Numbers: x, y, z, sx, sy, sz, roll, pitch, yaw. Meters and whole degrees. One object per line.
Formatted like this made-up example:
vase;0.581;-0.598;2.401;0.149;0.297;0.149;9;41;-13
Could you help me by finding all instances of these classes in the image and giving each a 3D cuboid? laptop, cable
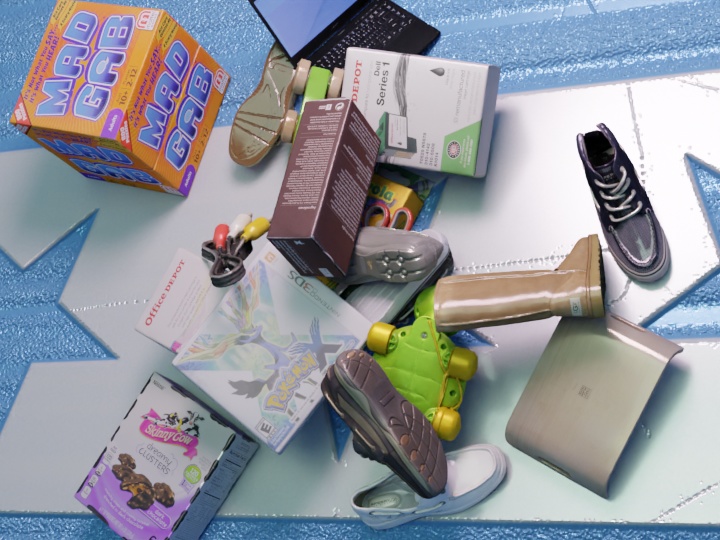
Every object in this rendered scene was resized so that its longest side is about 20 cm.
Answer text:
laptop;-0.021;-0.354;1.870;0.177;0.104;0.199;-43;58;-15
cable;-0.175;-0.028;1.713;0.096;0.200;0.051;-9;105;12

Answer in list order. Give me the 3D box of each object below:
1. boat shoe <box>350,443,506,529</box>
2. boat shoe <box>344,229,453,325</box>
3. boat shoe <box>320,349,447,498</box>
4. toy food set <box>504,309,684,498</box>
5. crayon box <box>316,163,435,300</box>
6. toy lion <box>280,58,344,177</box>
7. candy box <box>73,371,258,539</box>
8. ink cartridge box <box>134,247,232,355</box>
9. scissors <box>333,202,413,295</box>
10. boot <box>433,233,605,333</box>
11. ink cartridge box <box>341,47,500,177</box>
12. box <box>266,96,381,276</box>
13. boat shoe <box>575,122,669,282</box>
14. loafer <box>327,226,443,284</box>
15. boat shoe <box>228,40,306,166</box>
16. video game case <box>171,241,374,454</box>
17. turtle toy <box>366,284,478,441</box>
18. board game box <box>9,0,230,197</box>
boat shoe;0.080;0.262;1.622;0.198;0.069;0.072;-25;61;14
boat shoe;0.048;0.038;1.723;0.200;0.071;0.072;-42;46;-1
boat shoe;0.027;0.188;1.587;0.073;0.074;0.201;-40;82;38
toy food set;0.277;0.150;1.590;0.143;0.060;0.202;28;91;30
crayon box;-0.003;-0.064;1.801;0.125;0.052;0.202;25;82;30
toy lion;-0.082;-0.153;1.801;0.068;0.201;0.194;14;62;-4
candy box;-0.258;0.265;1.776;0.167;0.071;0.201;30;85;31
ink cartridge box;-0.192;0.070;1.792;0.199;0.125;0.130;26;82;30
scissors;0.000;0.000;1.737;0.073;0.014;0.202;25;81;27
boot;0.194;0.012;1.609;0.197;0.175;0.067;-6;110;14
ink cartridge box;0.073;-0.209;1.761;0.197;0.084;0.148;10;98;17
box;-0.043;-0.103;1.666;0.074;0.100;0.202;-1;61;27
boat shoe;0.315;-0.086;1.637;0.074;0.093;0.202;-27;61;12
loafer;0.016;-0.022;1.701;0.198;0.070;0.071;8;117;36
boat shoe;-0.126;-0.238;1.930;0.073;0.063;0.202;26;85;13
video game case;-0.108;0.095;1.673;0.182;0.022;0.201;37;84;13
turtle toy;0.079;0.115;1.656;0.144;0.101;0.203;17;90;15
board game box;-0.346;-0.251;1.949;0.198;0.200;0.202;11;75;28
